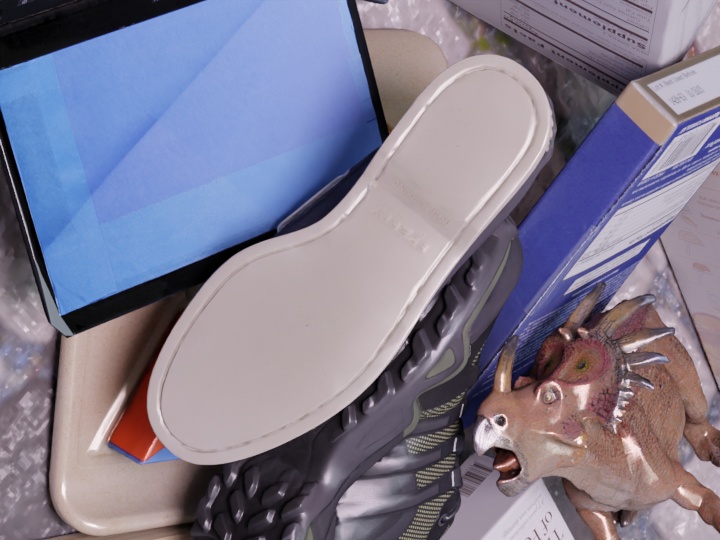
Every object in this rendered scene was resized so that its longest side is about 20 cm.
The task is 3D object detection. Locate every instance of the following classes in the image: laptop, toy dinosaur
[{"bbox_3d":[-0.043,-0.095,0.939,0.176,0.104,0.200,-24,158,-35],"label":"laptop"},{"bbox_3d":[0.112,0.053,1.105,0.085,0.200,0.136,-22,108,15],"label":"toy dinosaur"}]

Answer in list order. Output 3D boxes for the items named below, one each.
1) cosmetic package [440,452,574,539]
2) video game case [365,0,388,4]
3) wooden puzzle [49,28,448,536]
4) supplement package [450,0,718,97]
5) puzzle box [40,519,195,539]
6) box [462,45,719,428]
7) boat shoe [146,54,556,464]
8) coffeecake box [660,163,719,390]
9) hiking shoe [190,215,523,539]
[{"bbox_3d":[0.017,0.179,1.104,0.200,0.050,0.083,-45,126,-22],"label":"cosmetic package"},{"bbox_3d":[-0.052,-0.195,1.009,0.199,0.019,0.144,9,95,-39],"label":"video game case"},{"bbox_3d":[-0.036,0.004,1.052,0.184,0.046,0.202,-5,104,-38],"label":"wooden puzzle"},{"bbox_3d":[0.103,-0.165,1.020,0.114,0.109,0.200,-57,169,-14],"label":"supplement package"},{"bbox_3d":[-0.060,0.168,1.088,0.199,0.025,0.134,-7,106,-38],"label":"puzzle box"},{"bbox_3d":[0.097,-0.012,1.099,0.121,0.032,0.200,-25,154,-54],"label":"box"},{"bbox_3d":[0.000,0.000,0.992,0.073,0.063,0.200,45,94,7],"label":"boat shoe"},{"bbox_3d":[0.227,0.011,1.199,0.073,0.153,0.201,-40,123,-24],"label":"coffeecake box"},{"bbox_3d":[0.009,0.064,1.048,0.201,0.076,0.101,-56,143,-1],"label":"hiking shoe"}]
